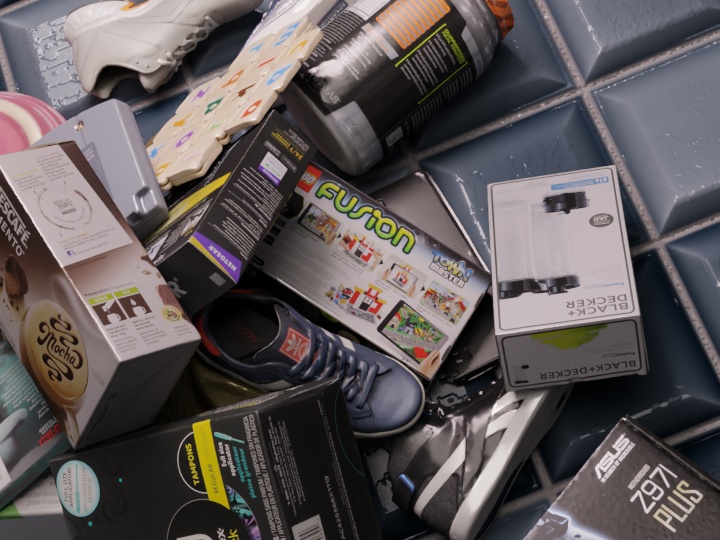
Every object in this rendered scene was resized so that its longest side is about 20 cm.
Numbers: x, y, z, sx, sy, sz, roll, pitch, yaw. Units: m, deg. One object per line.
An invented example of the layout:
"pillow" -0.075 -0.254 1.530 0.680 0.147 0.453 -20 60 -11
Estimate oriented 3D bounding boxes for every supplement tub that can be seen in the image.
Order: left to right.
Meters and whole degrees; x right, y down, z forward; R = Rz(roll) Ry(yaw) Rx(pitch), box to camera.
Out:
"supplement tub" 0.032 -0.189 1.513 0.199 0.123 0.123 -39 63 -9

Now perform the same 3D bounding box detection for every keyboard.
"keyboard" 0.046 0.013 1.470 0.126 0.021 0.201 -25 61 -8

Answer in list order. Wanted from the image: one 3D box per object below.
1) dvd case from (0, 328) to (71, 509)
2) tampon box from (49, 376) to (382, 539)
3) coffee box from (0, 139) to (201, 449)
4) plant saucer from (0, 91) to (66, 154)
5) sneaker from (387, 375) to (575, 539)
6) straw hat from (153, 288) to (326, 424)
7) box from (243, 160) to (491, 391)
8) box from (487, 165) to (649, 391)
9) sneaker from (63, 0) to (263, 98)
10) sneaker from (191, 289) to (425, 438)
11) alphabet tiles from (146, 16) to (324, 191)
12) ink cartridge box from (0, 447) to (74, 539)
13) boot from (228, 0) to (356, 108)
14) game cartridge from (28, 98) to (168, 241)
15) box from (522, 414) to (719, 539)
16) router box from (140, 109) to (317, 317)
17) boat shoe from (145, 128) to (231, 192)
"dvd case" -0.294 0.075 1.382 0.146 0.022 0.201 -41 62 17
"tampon box" -0.108 0.183 1.295 0.198 0.126 0.152 -17 89 29
"coffee box" -0.217 0.016 1.299 0.079 0.113 0.201 -16 62 -41
"plant saucer" -0.354 -0.083 1.583 0.198 0.051 0.203 -4 64 9
"sneaker" 0.092 0.111 1.382 0.111 0.073 0.201 28 74 21
"straw hat" -0.099 0.086 1.427 0.198 0.085 0.203 -5 63 9
"box" 0.000 0.000 1.424 0.199 0.035 0.111 33 69 5
"box" 0.164 0.003 1.382 0.115 0.061 0.201 -7 38 9
"sneaker" -0.178 -0.215 1.606 0.198 0.076 0.093 -17 70 13
"sneaker" -0.043 0.070 1.342 0.198 0.085 0.076 19 70 4
"alphabet tiles" -0.113 -0.137 1.448 0.195 0.015 0.201 -18 30 48
"ink cartridge box" -0.266 0.123 1.444 0.144 0.084 0.202 -5 63 10
"boot" -0.059 -0.236 1.596 0.200 0.073 0.090 -43 39 -4
"game cartridge" -0.252 -0.046 1.424 0.199 0.040 0.134 -35 60 19
"box" 0.204 0.242 1.287 0.163 0.086 0.200 37 76 25
"router box" -0.135 -0.023 1.376 0.052 0.199 0.158 41 50 -15
"boat shoe" -0.107 -0.056 1.508 0.199 0.067 0.074 33 64 21
